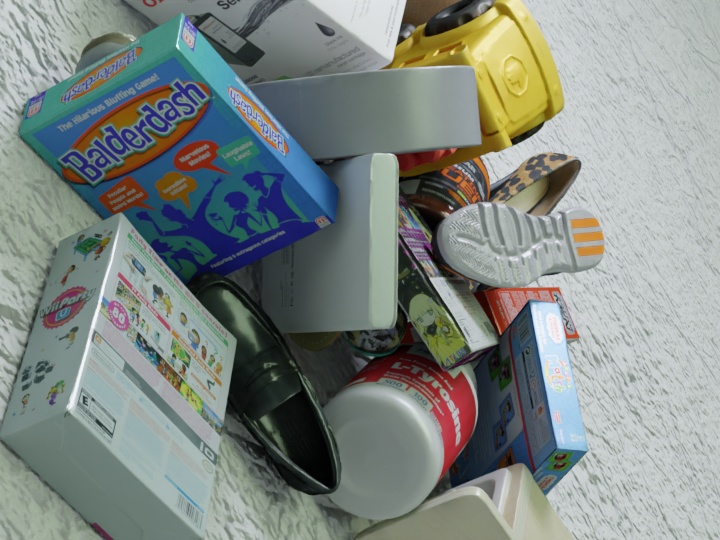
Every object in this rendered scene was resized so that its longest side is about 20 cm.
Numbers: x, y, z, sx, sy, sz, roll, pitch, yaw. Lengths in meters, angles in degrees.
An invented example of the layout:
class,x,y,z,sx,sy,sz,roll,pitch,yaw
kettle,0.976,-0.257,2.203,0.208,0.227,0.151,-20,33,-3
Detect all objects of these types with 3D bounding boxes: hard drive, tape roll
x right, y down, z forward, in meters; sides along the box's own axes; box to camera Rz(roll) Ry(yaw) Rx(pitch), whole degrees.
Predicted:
class,x,y,z,sx,sy,sz,roll,pitch,yaw
hard drive,-0.028,-0.018,1.562,0.026,0.200,0.133,2,86,-27
tape roll,-0.003,-0.125,1.599,0.200,0.199,0.067,-9,95,-65

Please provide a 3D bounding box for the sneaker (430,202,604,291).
class,x,y,z,sx,sy,sz,roll,pitch,yaw
sneaker,0.117,-0.011,1.745,0.199,0.112,0.078,2,76,-42

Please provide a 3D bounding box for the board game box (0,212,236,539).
class,x,y,z,sx,sy,sz,roll,pitch,yaw
board game box,-0.163,0.081,1.375,0.148,0.064,0.201,50,29,-31

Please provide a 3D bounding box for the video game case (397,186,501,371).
class,x,y,z,sx,sy,sz,roll,pitch,yaw
video game case,0.049,-0.001,1.682,0.182,0.036,0.200,57,9,5

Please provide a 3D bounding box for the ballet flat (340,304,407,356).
class,x,y,z,sx,sy,sz,roll,pitch,yaw
ballet flat,0.000,0.000,1.729,0.072,0.072,0.201,51,12,-27

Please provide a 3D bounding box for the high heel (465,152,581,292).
class,x,y,z,sx,sy,sz,roll,pitch,yaw
high heel,0.168,-0.045,2.061,0.071,0.142,0.201,49,29,-30

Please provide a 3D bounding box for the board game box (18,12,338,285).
class,x,y,z,sx,sy,sz,roll,pitch,yaw
board game box,-0.134,-0.082,1.478,0.200,0.152,0.045,47,31,-33

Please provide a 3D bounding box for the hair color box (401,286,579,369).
class,x,y,z,sx,sy,sz,roll,pitch,yaw
hair color box,0.123,0.063,1.910,0.200,0.111,0.064,3,64,-64

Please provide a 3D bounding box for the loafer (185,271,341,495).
class,x,y,z,sx,sy,sz,roll,pitch,yaw
loafer,-0.072,0.089,1.527,0.201,0.068,0.070,59,-14,-17

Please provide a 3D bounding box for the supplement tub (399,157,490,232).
class,x,y,z,sx,sy,sz,roll,pitch,yaw
supplement tub,0.069,-0.065,1.926,0.107,0.107,0.200,56,26,-19

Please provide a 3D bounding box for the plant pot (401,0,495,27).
class,x,y,z,sx,sy,sz,roll,pitch,yaw
plant pot,0.015,-0.284,1.943,0.198,0.200,0.201,30,41,-39

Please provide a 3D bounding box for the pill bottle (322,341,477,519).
class,x,y,z,sx,sy,sz,roll,pitch,yaw
pill bottle,0.036,0.127,1.669,0.113,0.112,0.200,62,22,-5

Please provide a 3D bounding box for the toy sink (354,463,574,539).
class,x,y,z,sx,sy,sz,roll,pitch,yaw
toy sink,0.103,0.249,1.674,0.200,0.130,0.112,54,26,-20

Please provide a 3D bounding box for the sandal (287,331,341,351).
class,x,y,z,sx,sy,sz,roll,pitch,yaw
sandal,-0.046,-0.025,1.699,0.070,0.077,0.213,24,40,-61

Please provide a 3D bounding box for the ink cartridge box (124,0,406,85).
class,x,y,z,sx,sy,sz,roll,pitch,yaw
ink cartridge box,-0.083,-0.236,1.679,0.200,0.145,0.084,33,53,-30

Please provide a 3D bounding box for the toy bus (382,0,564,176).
class,x,y,z,sx,sy,sz,roll,pitch,yaw
toy bus,0.058,-0.144,1.782,0.192,0.199,0.136,-47,116,-50

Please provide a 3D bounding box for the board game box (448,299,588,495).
class,x,y,z,sx,sy,sz,roll,pitch,yaw
board game box,0.134,0.144,1.769,0.036,0.200,0.152,8,54,-22

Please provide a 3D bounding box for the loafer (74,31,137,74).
class,x,y,z,sx,sy,sz,roll,pitch,yaw
loafer,-0.167,-0.139,1.575,0.200,0.075,0.070,44,25,-56

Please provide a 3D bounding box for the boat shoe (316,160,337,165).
class,x,y,z,sx,sy,sz,roll,pitch,yaw
boat shoe,-0.061,-0.172,1.817,0.068,0.071,0.201,-4,78,-66
